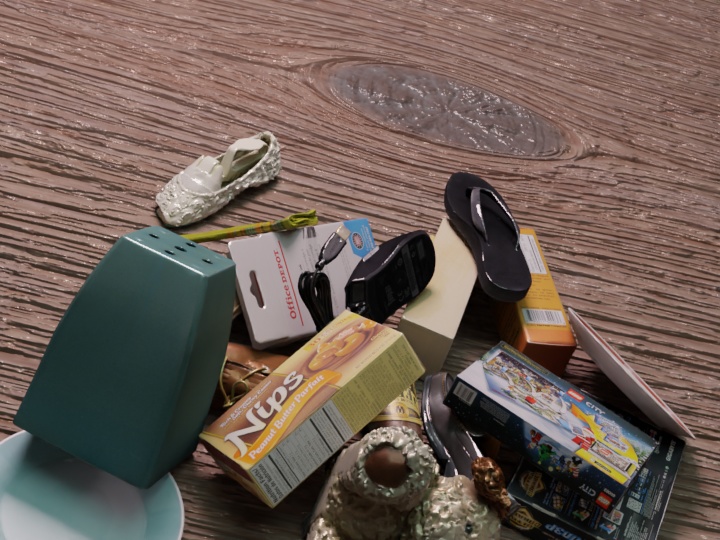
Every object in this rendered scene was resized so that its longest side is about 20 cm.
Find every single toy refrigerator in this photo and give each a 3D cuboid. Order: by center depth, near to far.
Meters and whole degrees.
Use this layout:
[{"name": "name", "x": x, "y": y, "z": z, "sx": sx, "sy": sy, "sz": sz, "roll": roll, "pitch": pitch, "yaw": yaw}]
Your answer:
[{"name": "toy refrigerator", "x": 0.087, "y": 0.031, "z": 1.568, "sx": 0.070, "sy": 0.076, "sz": 0.200, "roll": 23, "pitch": 40, "yaw": 3}]

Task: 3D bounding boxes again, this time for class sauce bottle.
[{"name": "sauce bottle", "x": 0.032, "y": 0.157, "z": 1.411, "sx": 0.065, "sy": 0.065, "sz": 0.200, "roll": 6, "pitch": 42, "yaw": -17}]

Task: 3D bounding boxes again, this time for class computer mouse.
[{"name": "computer mouse", "x": 0.000, "y": 0.000, "z": 1.437, "sx": 0.046, "sy": 0.141, "sz": 0.200, "roll": 12, "pitch": 45, "yaw": 39}]

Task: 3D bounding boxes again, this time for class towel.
[{"name": "towel", "x": -0.152, "y": -0.042, "z": 1.488, "sx": 0.200, "sy": 0.018, "sz": 0.086, "roll": -9, "pitch": 1, "yaw": 19}]

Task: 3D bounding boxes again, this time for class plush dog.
[{"name": "plush dog", "x": 0.047, "y": 0.235, "z": 1.269, "sx": 0.171, "sy": 0.200, "sz": 0.160, "roll": 23, "pitch": 13, "yaw": -8}]

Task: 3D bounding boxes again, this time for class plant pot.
[{"name": "plant pot", "x": -0.201, "y": 0.069, "z": 1.271, "sx": 0.141, "sy": 0.200, "sz": 0.141, "roll": 26, "pitch": 13, "yaw": 8}]

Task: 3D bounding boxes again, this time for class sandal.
[{"name": "sandal", "x": 0.155, "y": -0.048, "z": 1.580, "sx": 0.076, "sy": 0.043, "sz": 0.200, "roll": 0, "pitch": 44, "yaw": -22}]

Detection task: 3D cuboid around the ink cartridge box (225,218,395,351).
[{"name": "ink cartridge box", "x": -0.068, "y": 0.017, "z": 1.468, "sx": 0.200, "sy": 0.068, "sz": 0.116, "roll": -10, "pitch": 80, "yaw": -43}]

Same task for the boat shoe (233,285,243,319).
[{"name": "boat shoe", "x": -0.118, "y": 0.013, "z": 1.518, "sx": 0.200, "sy": 0.072, "sz": 0.065, "roll": -32, "pitch": 98, "yaw": -49}]

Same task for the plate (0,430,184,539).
[{"name": "plate", "x": -0.262, "y": 0.222, "z": 1.245, "sx": 0.200, "sy": 0.026, "sz": 0.200, "roll": 12, "pitch": 40, "yaw": -11}]

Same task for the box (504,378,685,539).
[{"name": "box", "x": 0.247, "y": 0.220, "z": 1.443, "sx": 0.159, "sy": 0.046, "sz": 0.200, "roll": 26, "pitch": 40, "yaw": 7}]

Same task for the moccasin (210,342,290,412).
[{"name": "moccasin", "x": -0.114, "y": 0.125, "z": 1.388, "sx": 0.201, "sy": 0.074, "sz": 0.078, "roll": 15, "pitch": 31, "yaw": -21}]

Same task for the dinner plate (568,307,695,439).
[{"name": "dinner plate", "x": 0.296, "y": 0.120, "z": 1.521, "sx": 0.200, "sy": 0.024, "sz": 0.200, "roll": 44, "pitch": 6, "yaw": -6}]

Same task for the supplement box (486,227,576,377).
[{"name": "supplement box", "x": 0.193, "y": 0.036, "z": 1.613, "sx": 0.069, "sy": 0.067, "sz": 0.200, "roll": 5, "pitch": 42, "yaw": -14}]

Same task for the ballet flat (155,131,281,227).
[{"name": "ballet flat", "x": -0.170, "y": -0.119, "z": 1.639, "sx": 0.072, "sy": 0.072, "sz": 0.200, "roll": 37, "pitch": 43, "yaw": 19}]

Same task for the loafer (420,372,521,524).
[{"name": "loafer", "x": 0.113, "y": 0.183, "z": 1.394, "sx": 0.073, "sy": 0.072, "sz": 0.200, "roll": 45, "pitch": 24, "yaw": -47}]

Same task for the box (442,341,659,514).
[{"name": "box", "x": 0.197, "y": 0.157, "z": 1.399, "sx": 0.200, "sy": 0.038, "sz": 0.137, "roll": 33, "pitch": 24, "yaw": 16}]

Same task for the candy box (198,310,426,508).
[{"name": "candy box", "x": -0.048, "y": 0.129, "z": 1.314, "sx": 0.200, "sy": 0.055, "sz": 0.115, "roll": -41, "pitch": 26, "yaw": -17}]
